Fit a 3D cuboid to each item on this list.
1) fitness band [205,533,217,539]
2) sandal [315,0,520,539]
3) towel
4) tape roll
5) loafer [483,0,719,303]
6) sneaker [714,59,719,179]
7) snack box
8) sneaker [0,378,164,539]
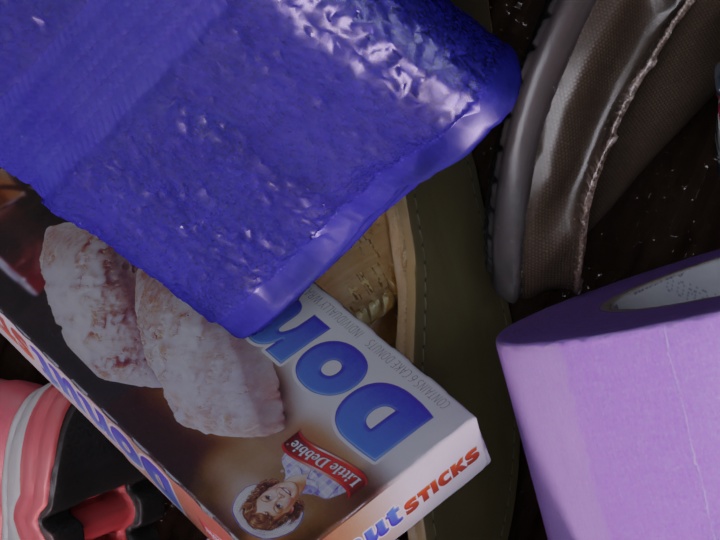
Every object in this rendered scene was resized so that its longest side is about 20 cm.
[{"bbox_3d":[-0.057,0.144,0.754,0.037,0.144,0.200,30,53,8],"label":"fitness band"},{"bbox_3d":[0.003,0.000,0.810,0.069,0.078,0.213,-2,89,27],"label":"sandal"},{"bbox_3d":[-0.068,-0.076,0.669,0.200,0.050,0.148,36,140,-13],"label":"towel"},{"bbox_3d":[0.141,0.023,0.718,0.199,0.200,0.066,-15,94,8],"label":"tape roll"},{"bbox_3d":[0.093,-0.079,0.774,0.071,0.073,0.201,22,91,1],"label":"loafer"},{"bbox_3d":[0.175,-0.093,0.765,0.200,0.075,0.081,-40,72,-11],"label":"sneaker"},{"bbox_3d":[-0.051,0.020,0.759,0.072,0.024,0.200,-36,46,-16],"label":"snack box"},{"bbox_3d":[-0.113,0.127,0.837,0.086,0.074,0.201,9,101,31],"label":"sneaker"}]
